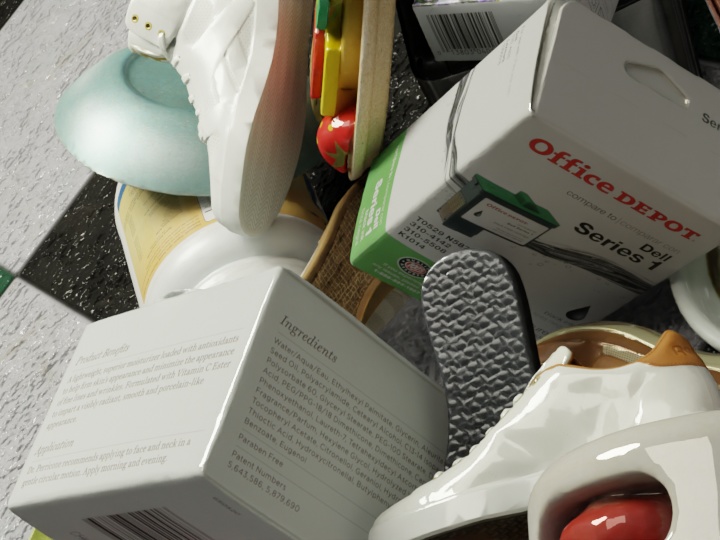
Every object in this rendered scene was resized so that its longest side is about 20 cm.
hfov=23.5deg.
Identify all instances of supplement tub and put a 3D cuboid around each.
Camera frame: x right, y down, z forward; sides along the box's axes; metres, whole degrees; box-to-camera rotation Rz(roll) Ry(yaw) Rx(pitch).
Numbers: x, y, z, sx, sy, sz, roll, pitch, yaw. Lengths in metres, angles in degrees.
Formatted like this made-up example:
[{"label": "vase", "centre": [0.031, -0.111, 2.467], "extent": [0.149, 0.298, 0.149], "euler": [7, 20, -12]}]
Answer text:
[{"label": "supplement tub", "centre": [-0.086, -0.003, 1.196], "extent": [0.144, 0.145, 0.201], "euler": [-38, 38, 11]}]

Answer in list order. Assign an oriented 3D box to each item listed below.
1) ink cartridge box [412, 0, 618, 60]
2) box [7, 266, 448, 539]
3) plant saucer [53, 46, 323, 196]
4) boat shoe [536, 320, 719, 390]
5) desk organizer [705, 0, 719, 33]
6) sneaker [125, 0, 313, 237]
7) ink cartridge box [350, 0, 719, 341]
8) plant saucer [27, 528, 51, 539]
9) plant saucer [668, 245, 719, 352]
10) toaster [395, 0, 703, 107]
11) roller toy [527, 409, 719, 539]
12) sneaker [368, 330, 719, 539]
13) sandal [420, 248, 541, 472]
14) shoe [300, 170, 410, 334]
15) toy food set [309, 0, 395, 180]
[{"label": "ink cartridge box", "centre": [0.116, -0.215, 1.058], "extent": [0.108, 0.051, 0.201], "euler": [2, 51, 30]}, {"label": "box", "centre": [-0.057, 0.117, 0.993], "extent": [0.198, 0.200, 0.132], "euler": [-15, 46, 47]}, {"label": "plant saucer", "centre": [-0.112, -0.121, 1.198], "extent": [0.199, 0.039, 0.202], "euler": [4, 35, -3]}, {"label": "boat shoe", "centre": [0.151, 0.078, 0.930], "extent": [0.199, 0.076, 0.074], "euler": [4, 32, 47]}, {"label": "desk organizer", "centre": [0.248, -0.154, 1.011], "extent": [0.077, 0.072, 0.200], "euler": [-30, 17, 15]}, {"label": "sneaker", "centre": [-0.098, -0.123, 1.120], "extent": [0.114, 0.074, 0.202], "euler": [4, 82, 23]}, {"label": "ink cartridge box", "centre": [0.106, -0.045, 0.990], "extent": [0.200, 0.145, 0.085], "euler": [-40, 29, 53]}, {"label": "plant saucer", "centre": [-0.154, 0.192, 1.179], "extent": [0.199, 0.031, 0.201], "euler": [-26, 41, 25]}, {"label": "plant saucer", "centre": [0.267, -0.023, 0.949], "extent": [0.199, 0.050, 0.201], "euler": [-26, 42, 26]}, {"label": "toaster", "centre": [0.121, -0.170, 1.139], "extent": [0.179, 0.119, 0.201], "euler": [-21, 42, 10]}, {"label": "roller toy", "centre": [0.165, 0.151, 0.766], "extent": [0.198, 0.183, 0.141], "euler": [-7, 67, 10]}, {"label": "sneaker", "centre": [0.091, 0.093, 0.888], "extent": [0.199, 0.073, 0.085], "euler": [-24, 57, 17]}, {"label": "sandal", "centre": [0.079, 0.089, 0.946], "extent": [0.075, 0.043, 0.202], "euler": [-7, 80, 18]}, {"label": "shoe", "centre": [0.000, 0.000, 1.093], "extent": [0.200, 0.070, 0.054], "euler": [-51, -11, -39]}, {"label": "toy food set", "centre": [-0.006, -0.159, 1.095], "extent": [0.048, 0.200, 0.201], "euler": [4, 34, -2]}]
